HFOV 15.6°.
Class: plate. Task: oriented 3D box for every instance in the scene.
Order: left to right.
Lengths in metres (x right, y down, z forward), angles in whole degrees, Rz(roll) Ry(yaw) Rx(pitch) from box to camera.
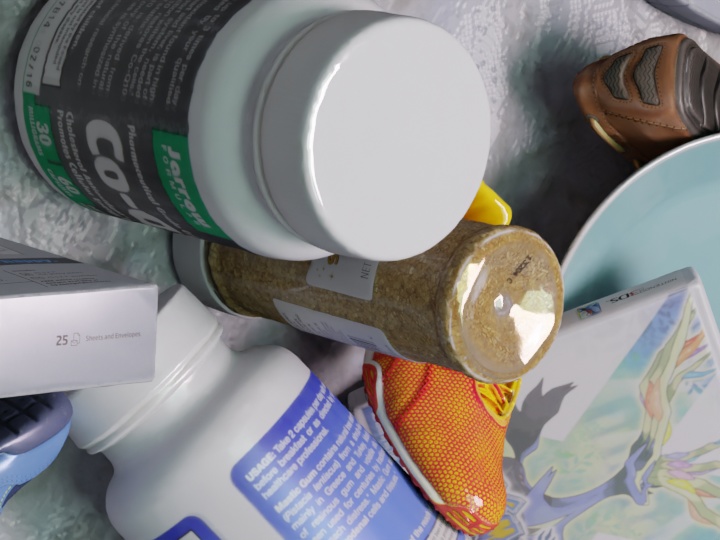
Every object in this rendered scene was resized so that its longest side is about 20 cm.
[{"bbox_3d":[0.177,0.018,1.337,0.200,0.026,0.201,-11,118,-20],"label":"plate"}]

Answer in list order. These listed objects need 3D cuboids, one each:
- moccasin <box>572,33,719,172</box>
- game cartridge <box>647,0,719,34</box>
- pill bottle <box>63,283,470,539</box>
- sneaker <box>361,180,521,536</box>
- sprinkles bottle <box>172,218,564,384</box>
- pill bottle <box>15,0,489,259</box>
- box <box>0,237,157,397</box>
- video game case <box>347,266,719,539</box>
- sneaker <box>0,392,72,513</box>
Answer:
[{"bbox_3d":[0.170,-0.063,1.365,0.201,0.078,0.074,21,69,-58],"label":"moccasin"},{"bbox_3d":[0.214,-0.189,1.401,0.200,0.041,0.133,8,98,-40],"label":"game cartridge"},{"bbox_3d":[-0.041,0.104,1.170,0.200,0.112,0.112,48,67,-7],"label":"pill bottle"},{"bbox_3d":[0.045,0.032,1.213,0.073,0.077,0.200,40,31,-40],"label":"sneaker"},{"bbox_3d":[0.000,0.000,1.154,0.068,0.200,0.068,-9,105,-38],"label":"sprinkles bottle"},{"bbox_3d":[-0.046,-0.066,1.094,0.113,0.200,0.113,-9,104,-37],"label":"pill bottle"},{"bbox_3d":[-0.196,0.011,0.996,0.156,0.200,0.041,-4,102,-39],"label":"box"},{"bbox_3d":[0.112,0.114,1.320,0.182,0.022,0.200,-21,116,4],"label":"video game case"},{"bbox_3d":[-0.197,0.122,1.105,0.200,0.074,0.082,-40,121,-16],"label":"sneaker"}]
